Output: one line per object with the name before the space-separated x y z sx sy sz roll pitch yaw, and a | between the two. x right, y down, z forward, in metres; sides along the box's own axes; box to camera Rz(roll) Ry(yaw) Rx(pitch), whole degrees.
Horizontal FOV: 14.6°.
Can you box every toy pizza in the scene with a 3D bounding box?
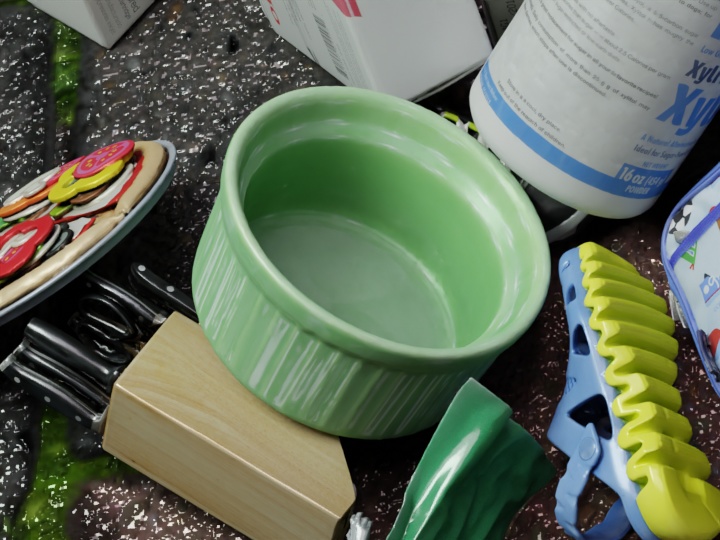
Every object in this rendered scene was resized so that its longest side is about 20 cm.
toy pizza | -0.198 -0.024 1.709 0.200 0.032 0.200 -32 18 12

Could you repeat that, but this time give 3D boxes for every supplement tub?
supplement tub | 0.162 -0.142 1.615 0.200 0.131 0.132 -57 49 28

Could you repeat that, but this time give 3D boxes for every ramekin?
ramekin | 0.000 0.000 1.614 0.199 0.098 0.201 16 45 -16

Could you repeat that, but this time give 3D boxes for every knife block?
knife block | -0.109 0.086 1.617 0.175 0.064 0.201 -5 53 -17

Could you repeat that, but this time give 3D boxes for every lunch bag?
lunch bag | 0.251 -0.020 1.564 0.200 0.075 0.161 -46 46 36

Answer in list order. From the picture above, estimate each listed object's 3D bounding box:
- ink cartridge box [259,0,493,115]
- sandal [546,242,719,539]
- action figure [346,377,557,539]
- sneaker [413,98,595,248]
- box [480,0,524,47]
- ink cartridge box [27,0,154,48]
ink cartridge box | -0.012 -0.198 1.725 0.085 0.146 0.200 -28 28 -12
sandal | 0.136 0.075 1.579 0.087 0.079 0.201 -33 49 32
action figure | 0.027 0.165 1.552 0.055 0.118 0.201 20 73 42
sneaker | 0.049 -0.063 1.699 0.199 0.083 0.072 5 59 19
box | 0.145 -0.235 1.772 0.127 0.109 0.201 -5 56 13
ink cartridge box | -0.150 -0.272 1.858 0.084 0.146 0.200 31 70 30
